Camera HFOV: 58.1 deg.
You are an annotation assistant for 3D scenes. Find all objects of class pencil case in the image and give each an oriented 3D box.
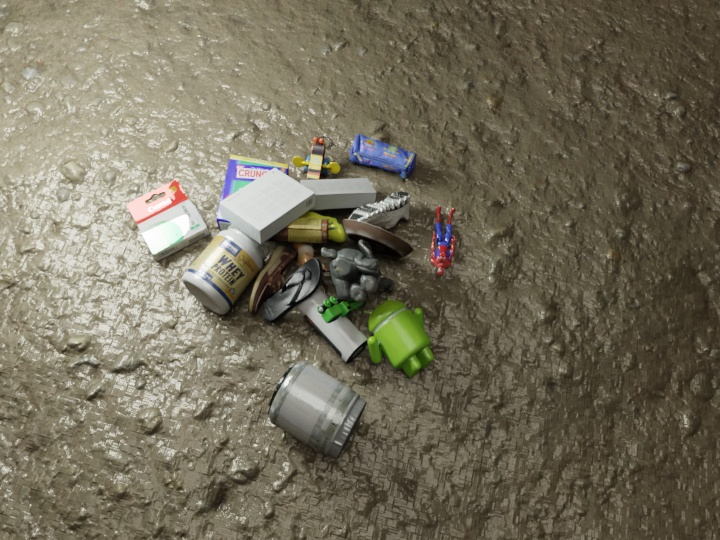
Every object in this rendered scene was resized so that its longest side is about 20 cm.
[{"bbox_3d":[0.061,-0.324,1.845,0.196,0.079,0.087,19,36,5],"label":"pencil case"}]

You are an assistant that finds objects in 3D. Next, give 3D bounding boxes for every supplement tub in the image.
[{"bbox_3d":[-0.337,-0.008,1.640,0.143,0.145,0.201,32,68,10],"label":"supplement tub"}]

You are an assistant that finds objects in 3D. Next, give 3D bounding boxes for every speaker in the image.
[{"bbox_3d":[-0.074,0.133,1.632,0.081,0.082,0.200,-40,75,-19],"label":"speaker"}]

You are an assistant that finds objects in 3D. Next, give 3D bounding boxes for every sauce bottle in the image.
[{"bbox_3d":[-0.180,-0.106,1.670,0.195,0.066,0.067,4,65,-1],"label":"sauce bottle"}]

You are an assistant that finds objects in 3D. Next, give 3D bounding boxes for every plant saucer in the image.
[{"bbox_3d":[0.040,-0.076,1.676,0.196,0.200,0.033,21,83,5],"label":"plant saucer"}]

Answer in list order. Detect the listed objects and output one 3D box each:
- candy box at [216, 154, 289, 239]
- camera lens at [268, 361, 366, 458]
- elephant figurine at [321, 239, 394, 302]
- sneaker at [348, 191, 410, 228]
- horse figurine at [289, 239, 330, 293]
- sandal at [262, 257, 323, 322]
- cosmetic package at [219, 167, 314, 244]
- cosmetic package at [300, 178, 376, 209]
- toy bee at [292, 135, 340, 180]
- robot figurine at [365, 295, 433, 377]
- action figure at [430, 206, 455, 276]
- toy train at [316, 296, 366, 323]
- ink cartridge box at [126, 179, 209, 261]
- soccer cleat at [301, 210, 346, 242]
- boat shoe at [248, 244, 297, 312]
[{"bbox_3d":[-0.289,-0.200,1.765,0.165,0.077,0.204,8,65,-3],"label":"candy box"},{"bbox_3d":[-0.103,0.320,1.503,0.197,0.161,0.162,28,67,8],"label":"camera lens"},{"bbox_3d":[0.000,0.000,1.634,0.138,0.200,0.159,-3,102,14],"label":"elephant figurine"},{"bbox_3d":[0.057,-0.146,1.752,0.197,0.083,0.075,-23,29,-26],"label":"sneaker"},{"bbox_3d":[-0.126,-0.035,1.692,0.130,0.050,0.203,9,44,-28],"label":"horse figurine"},{"bbox_3d":[-0.168,0.051,1.607,0.200,0.043,0.076,-46,58,7],"label":"sandal"},{"bbox_3d":[-0.235,-0.168,1.648,0.150,0.052,0.199,35,53,23],"label":"cosmetic package"},{"bbox_3d":[-0.062,-0.208,1.767,0.196,0.051,0.083,-4,36,-19],"label":"cosmetic package"},{"bbox_3d":[-0.128,-0.317,1.814,0.128,0.109,0.204,-11,67,-7],"label":"toy bee"},{"bbox_3d":[0.098,0.161,1.611,0.174,0.116,0.201,-30,73,-24],"label":"robot figurine"},{"bbox_3d":[0.225,-0.079,1.769,0.064,0.052,0.204,9,68,-4],"label":"action figure"},{"bbox_3d":[-0.041,0.084,1.620,0.057,0.042,0.199,52,30,9],"label":"toy train"},{"bbox_3d":[-0.523,-0.146,1.741,0.159,0.050,0.202,-29,73,-16],"label":"ink cartridge box"},{"bbox_3d":[-0.125,-0.123,1.742,0.198,0.065,0.084,34,54,22],"label":"soccer cleat"},{"bbox_3d":[-0.224,0.028,1.675,0.071,0.073,0.202,23,59,5],"label":"boat shoe"}]
